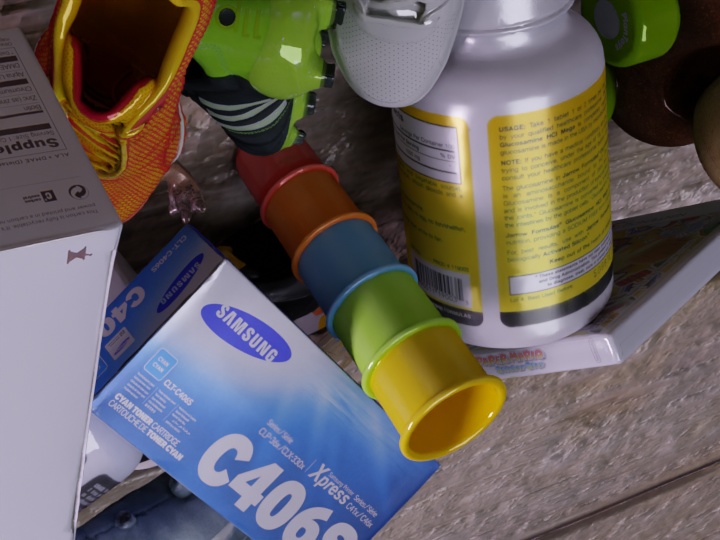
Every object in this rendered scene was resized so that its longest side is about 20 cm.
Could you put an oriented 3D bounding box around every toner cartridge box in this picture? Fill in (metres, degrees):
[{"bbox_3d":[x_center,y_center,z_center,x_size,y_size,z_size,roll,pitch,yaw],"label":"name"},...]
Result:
[{"bbox_3d":[-0.051,0.073,0.856,0.095,0.043,0.200,-47,131,-3],"label":"toner cartridge box"}]

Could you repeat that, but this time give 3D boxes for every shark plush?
[{"bbox_3d":[-0.104,0.115,0.908,0.199,0.091,0.084,-5,132,-38],"label":"shark plush"}]

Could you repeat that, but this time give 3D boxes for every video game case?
[{"bbox_3d":[0.126,0.013,1.032,0.182,0.023,0.200,-12,-163,43],"label":"video game case"}]

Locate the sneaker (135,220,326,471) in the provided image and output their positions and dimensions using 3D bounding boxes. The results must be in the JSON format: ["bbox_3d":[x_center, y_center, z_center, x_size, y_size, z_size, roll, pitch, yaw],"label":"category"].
[{"bbox_3d":[-0.082,0.024,0.960,0.200,0.070,0.090,-39,147,-9],"label":"sneaker"}]

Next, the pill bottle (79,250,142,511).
[{"bbox_3d":[-0.183,0.082,0.883,0.200,0.116,0.116,-35,149,-2],"label":"pill bottle"}]

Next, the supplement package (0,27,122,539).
[{"bbox_3d":[-0.190,0.029,0.652,0.155,0.111,0.200,-13,142,-27],"label":"supplement package"}]

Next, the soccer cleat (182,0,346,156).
[{"bbox_3d":[-0.056,-0.097,0.790,0.081,0.068,0.200,10,173,-6],"label":"soccer cleat"}]

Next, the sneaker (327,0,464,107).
[{"bbox_3d":[0.014,-0.143,0.750,0.073,0.116,0.201,7,124,2],"label":"sneaker"}]

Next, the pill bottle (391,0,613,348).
[{"bbox_3d":[0.074,-0.070,0.901,0.112,0.112,0.201,-22,124,-24],"label":"pill bottle"}]

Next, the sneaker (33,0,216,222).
[{"bbox_3d":[-0.102,-0.074,0.672,0.200,0.073,0.077,115,-1,-54],"label":"sneaker"}]

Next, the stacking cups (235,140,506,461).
[{"bbox_3d":[0.000,0.000,0.875,0.060,0.200,0.061,-23,148,-15],"label":"stacking cups"}]

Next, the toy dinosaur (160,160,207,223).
[{"bbox_3d":[-0.158,-0.039,0.785,0.200,0.086,0.135,-46,142,4],"label":"toy dinosaur"}]

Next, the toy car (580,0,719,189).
[{"bbox_3d":[0.221,-0.078,0.974,0.164,0.201,0.158,-19,162,-25],"label":"toy car"}]

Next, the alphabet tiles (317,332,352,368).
[{"bbox_3d":[-0.015,0.049,1.047,0.200,0.006,0.166,-42,172,2],"label":"alphabet tiles"}]
